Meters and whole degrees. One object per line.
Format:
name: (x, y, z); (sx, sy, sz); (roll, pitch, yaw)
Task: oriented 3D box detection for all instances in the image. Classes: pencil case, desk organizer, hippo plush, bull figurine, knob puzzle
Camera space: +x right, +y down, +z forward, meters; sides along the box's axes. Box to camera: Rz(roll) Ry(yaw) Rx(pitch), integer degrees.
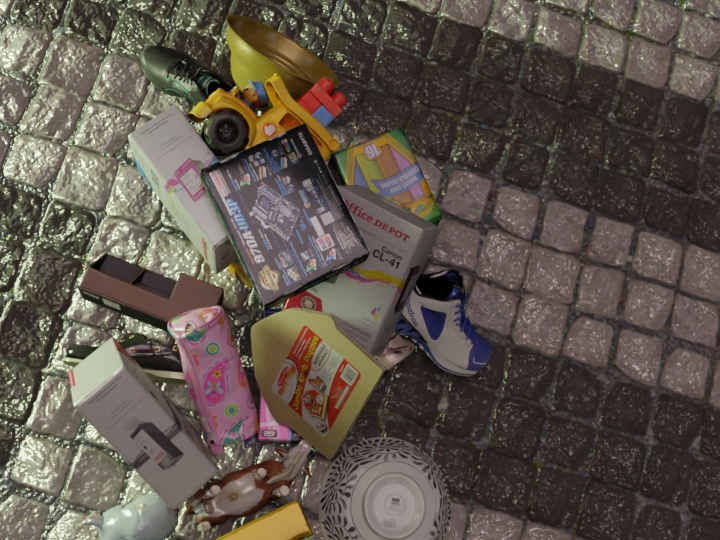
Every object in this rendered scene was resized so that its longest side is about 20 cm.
pencil case: (-0.204, 0.152, 1.322); (0.086, 0.087, 0.202); (-17, 110, -12)
desk organizer: (-0.304, 0.035, 1.388); (0.198, 0.072, 0.078); (21, 72, -2)
hippo plush: (-0.287, 0.394, 1.286); (0.199, 0.159, 0.162); (-33, 57, 27)
bull figurine: (-0.150, 0.302, 1.321); (0.198, 0.121, 0.066); (-28, 83, -6)
knob puzzle: (-0.073, 0.137, 1.327); (0.221, 0.219, 0.030); (54, 34, 7)
pencil case: (0.000, 0.060, 1.421); (0.077, 0.089, 0.201); (-36, 82, 14)

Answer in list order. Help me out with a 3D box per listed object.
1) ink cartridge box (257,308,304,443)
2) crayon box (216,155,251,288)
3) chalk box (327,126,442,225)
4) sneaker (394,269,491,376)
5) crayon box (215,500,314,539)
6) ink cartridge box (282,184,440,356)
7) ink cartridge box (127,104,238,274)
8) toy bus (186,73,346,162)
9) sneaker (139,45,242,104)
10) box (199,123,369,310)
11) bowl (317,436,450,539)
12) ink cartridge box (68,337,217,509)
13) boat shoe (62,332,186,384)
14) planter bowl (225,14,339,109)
ink cartridge box: (-0.101, 0.154, 1.406); (0.093, 0.037, 0.203); (3, 74, -6)
crayon box: (-0.179, -0.081, 1.444); (0.125, 0.052, 0.201); (-35, 82, -14)
chalk box: (0.042, -0.090, 1.440); (0.123, 0.124, 0.202); (-23, 81, -13)
sneaker: (0.129, 0.068, 1.386); (0.198, 0.115, 0.081); (34, 39, -19)
crayon box: (-0.132, 0.356, 1.256); (0.125, 0.200, 0.052); (-24, 80, -13)
ink cartridge box: (0.000, 0.000, 1.326); (0.146, 0.085, 0.202); (28, 104, 17)
ink cartridge box: (-0.232, -0.110, 1.342); (0.084, 0.145, 0.201); (-35, 83, -14)
toy bus: (-0.121, -0.211, 1.353); (0.200, 0.136, 0.192); (42, 87, -13)
sneaker: (-0.255, -0.298, 1.474); (0.199, 0.079, 0.076); (31, 74, 2)
box: (-0.100, -0.072, 1.252); (0.158, 0.046, 0.202); (-26, 83, -12)
bowl: (0.041, 0.335, 1.349); (0.198, 0.094, 0.204); (2, 75, -7)
ink cartridge box: (-0.292, 0.203, 1.268); (0.085, 0.146, 0.201); (-38, 112, -9)
boat shoe: (-0.323, 0.124, 1.362); (0.199, 0.074, 0.064); (6, 76, -12)
planter bowl: (-0.137, -0.305, 1.466); (0.199, 0.200, 0.084); (34, 111, 1)
